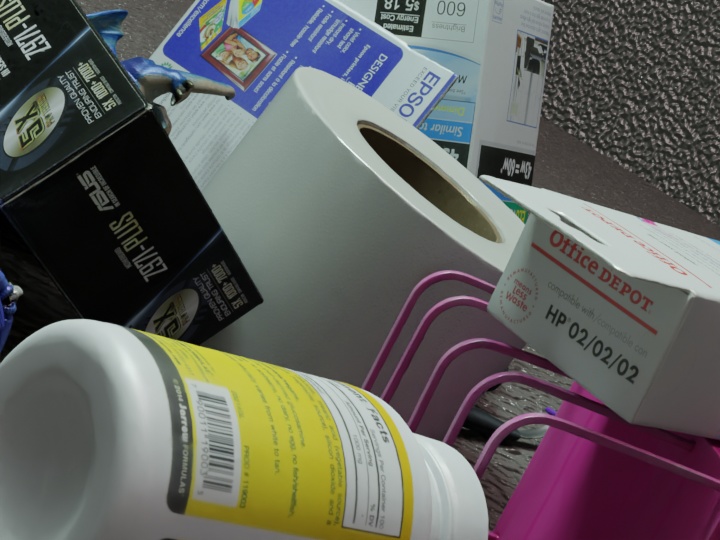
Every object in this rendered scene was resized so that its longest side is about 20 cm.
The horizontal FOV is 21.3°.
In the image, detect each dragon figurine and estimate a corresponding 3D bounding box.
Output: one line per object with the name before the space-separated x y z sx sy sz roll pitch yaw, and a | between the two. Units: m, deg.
dragon figurine | -0.159 -0.120 1.175 0.099 0.059 0.200 45 42 15

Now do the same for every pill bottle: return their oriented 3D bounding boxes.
pill bottle | -0.046 0.092 0.745 0.199 0.113 0.112 18 16 -42

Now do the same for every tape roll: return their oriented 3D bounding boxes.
tape roll | 0.000 0.000 1.092 0.202 0.139 0.203 37 13 -10

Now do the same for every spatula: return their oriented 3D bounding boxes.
spatula | 0.112 0.105 1.266 0.200 0.021 0.056 13 13 -47

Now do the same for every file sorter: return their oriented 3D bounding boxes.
file sorter | 0.073 0.101 0.914 0.125 0.139 0.200 23 13 -17

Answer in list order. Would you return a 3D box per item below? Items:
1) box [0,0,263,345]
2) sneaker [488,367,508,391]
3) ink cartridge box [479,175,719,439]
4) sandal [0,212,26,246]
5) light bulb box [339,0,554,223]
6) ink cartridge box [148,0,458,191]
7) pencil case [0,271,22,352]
box | -0.153 -0.067 0.986 0.200 0.086 0.164 53 -6 38
sneaker | 0.065 0.045 1.287 0.083 0.072 0.200 32 12 13
ink cartridge box | 0.143 0.024 0.890 0.199 0.068 0.115 14 16 -38
sandal | -0.154 -0.025 1.118 0.200 0.048 0.075 34 16 14
light bulb box | 0.018 -0.106 1.368 0.197 0.201 0.125 8 3 27
ink cartridge box | -0.064 -0.094 1.280 0.200 0.198 0.047 35 -8 24
pencil case | -0.208 -0.011 0.881 0.086 0.078 0.200 -6 24 -15
